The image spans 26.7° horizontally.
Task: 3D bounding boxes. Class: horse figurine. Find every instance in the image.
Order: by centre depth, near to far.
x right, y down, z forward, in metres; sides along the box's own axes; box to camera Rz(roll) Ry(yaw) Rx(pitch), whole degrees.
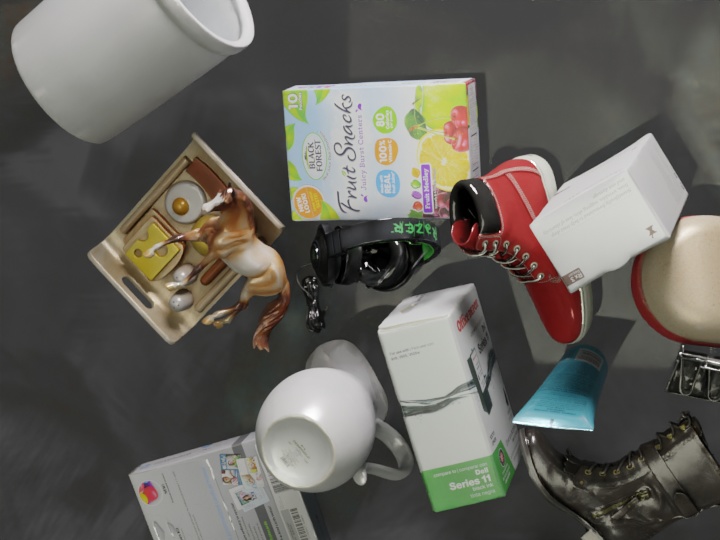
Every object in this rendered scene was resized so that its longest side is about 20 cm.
[{"bbox_3d":[-0.135,-0.002,1.622,0.132,0.050,0.200,-34,126,9],"label":"horse figurine"}]

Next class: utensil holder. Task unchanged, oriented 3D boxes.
[{"bbox_3d":[-0.239,-0.249,1.584,0.200,0.170,0.170,-33,92,22],"label":"utensil holder"}]

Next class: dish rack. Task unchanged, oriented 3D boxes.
[{"bbox_3d":[0.375,0.110,1.476,0.153,0.200,0.055,10,89,13],"label":"dish rack"}]

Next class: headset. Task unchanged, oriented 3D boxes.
[{"bbox_3d":[0.000,0.000,1.601,0.200,0.123,0.095,-24,67,48],"label":"headset"}]

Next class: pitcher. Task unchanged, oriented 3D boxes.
[{"bbox_3d":[-0.020,0.174,1.602,0.172,0.200,0.121,46,111,0],"label":"pitcher"}]

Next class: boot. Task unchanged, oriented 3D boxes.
[{"bbox_3d":[0.156,-0.006,1.531,0.072,0.144,0.201,-15,96,45],"label":"boot"},{"bbox_3d":[0.283,0.204,1.600,0.174,0.069,0.200,-39,94,15],"label":"boot"}]

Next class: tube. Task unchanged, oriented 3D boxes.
[{"bbox_3d":[0.210,0.124,1.522,0.077,0.200,0.051,-1,102,18],"label":"tube"}]

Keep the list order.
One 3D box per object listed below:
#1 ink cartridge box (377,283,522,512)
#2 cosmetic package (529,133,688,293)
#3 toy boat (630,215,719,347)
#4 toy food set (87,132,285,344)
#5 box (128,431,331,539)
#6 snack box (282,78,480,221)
[{"bbox_3d":[0.097,0.128,1.585,0.083,0.147,0.201,-15,99,17],"label":"ink cartridge box"},{"bbox_3d":[0.244,-0.059,1.468,0.113,0.200,0.081,-31,92,20],"label":"cosmetic package"},{"bbox_3d":[0.357,0.022,1.502,0.199,0.131,0.131,7,71,-17],"label":"toy boat"},{"bbox_3d":[-0.195,-0.034,1.678,0.144,0.060,0.200,46,110,2],"label":"toy food set"},{"bbox_3d":[-0.150,0.277,1.749,0.199,0.041,0.157,-18,97,18],"label":"box"},{"bbox_3d":[0.023,-0.126,1.596,0.199,0.053,0.143,0,102,17],"label":"snack box"}]
